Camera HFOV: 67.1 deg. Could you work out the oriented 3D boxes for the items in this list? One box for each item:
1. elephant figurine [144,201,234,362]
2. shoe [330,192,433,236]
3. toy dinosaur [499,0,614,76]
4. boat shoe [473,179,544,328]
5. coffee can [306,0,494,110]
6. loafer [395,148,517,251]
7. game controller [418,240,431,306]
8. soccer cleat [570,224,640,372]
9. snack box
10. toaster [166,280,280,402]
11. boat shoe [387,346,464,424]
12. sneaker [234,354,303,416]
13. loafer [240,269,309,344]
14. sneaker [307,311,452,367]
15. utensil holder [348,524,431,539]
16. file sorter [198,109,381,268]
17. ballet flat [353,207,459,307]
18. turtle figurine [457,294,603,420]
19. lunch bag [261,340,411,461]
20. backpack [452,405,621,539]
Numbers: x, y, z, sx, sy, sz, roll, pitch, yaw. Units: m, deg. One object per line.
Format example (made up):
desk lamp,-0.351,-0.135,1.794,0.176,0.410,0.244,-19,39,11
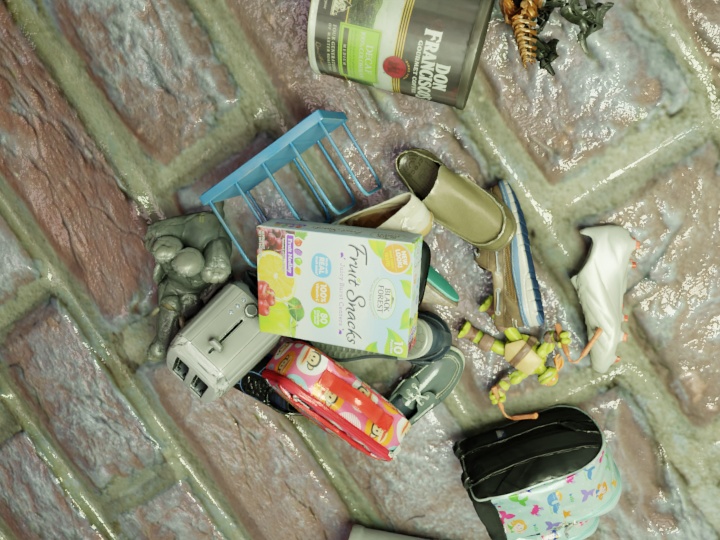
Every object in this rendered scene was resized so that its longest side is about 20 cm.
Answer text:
elephant figurine,-0.267,0.016,0.836,0.142,0.154,0.201,54,142,31
shoe,-0.005,-0.053,0.714,0.199,0.053,0.070,-18,55,23
toy dinosaur,0.203,-0.307,0.636,0.135,0.102,0.201,32,78,-25
boat shoe,0.190,-0.021,0.730,0.072,0.072,0.202,-13,77,25
coffee can,0.052,-0.296,0.671,0.199,0.146,0.147,16,107,8
loafer,0.114,-0.094,0.714,0.200,0.067,0.076,41,113,28
game controller,0.000,0.000,0.744,0.199,0.042,0.105,5,66,31
soccer cleat,0.324,0.038,0.741,0.077,0.069,0.202,7,98,16
snack box,-0.029,0.017,0.668,0.198,0.053,0.143,8,110,17
toaster,-0.202,0.109,0.789,0.114,0.129,0.200,46,149,-2
boat shoe,0.085,0.198,0.832,0.073,0.062,0.200,43,109,-1
sneaker,-0.139,0.184,0.869,0.198,0.078,0.071,9,106,10
loafer,-0.102,0.061,0.834,0.199,0.068,0.071,23,118,9
sneaker,0.033,0.094,0.786,0.201,0.146,0.078,4,88,30
utensil holder,0.074,0.511,0.861,0.198,0.170,0.171,5,105,8
file sorter,-0.086,-0.112,0.752,0.199,0.139,0.123,-32,97,18
ballet flat,0.055,-0.004,0.791,0.200,0.068,0.067,45,113,9
turtle figurine,0.230,0.107,0.775,0.161,0.064,0.200,41,124,10
lunch bag,-0.029,0.176,0.739,0.200,0.176,0.082,40,71,-16
backpack,0.253,0.284,0.759,0.199,0.178,0.151,-29,100,7
